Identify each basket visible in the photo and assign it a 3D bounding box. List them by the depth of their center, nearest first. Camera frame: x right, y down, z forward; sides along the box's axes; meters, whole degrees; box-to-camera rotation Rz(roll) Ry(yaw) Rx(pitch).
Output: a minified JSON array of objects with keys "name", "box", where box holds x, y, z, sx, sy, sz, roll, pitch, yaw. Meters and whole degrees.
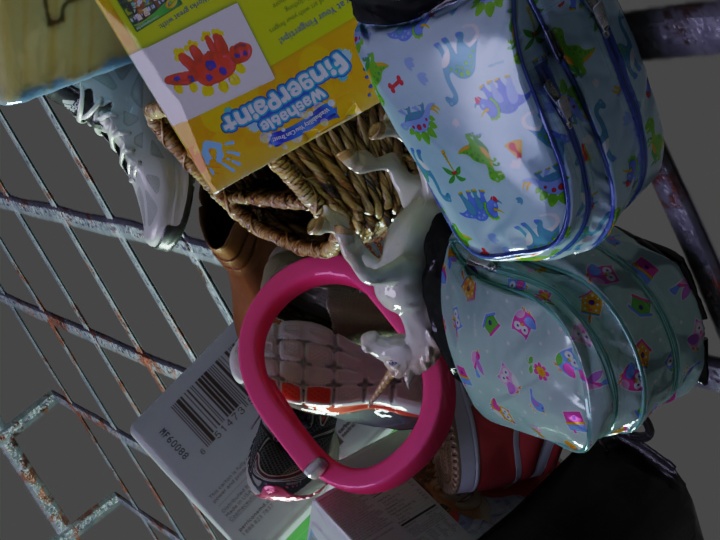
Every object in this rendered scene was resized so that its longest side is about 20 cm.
[{"name":"basket","box":[-0.062,-0.075,1.304,0.200,0.148,0.144,11,114,62]}]

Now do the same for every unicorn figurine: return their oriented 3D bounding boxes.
[{"name":"unicorn figurine","box":[0.027,-0.014,1.194,0.137,0.201,0.074,36,171,-30]}]

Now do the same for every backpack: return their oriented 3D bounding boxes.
[{"name":"backpack","box":[0.089,-0.104,0.987,0.162,0.154,0.200,-8,132,43]},{"name":"backpack","box":[0.133,0.038,1.119,0.199,0.126,0.168,20,137,53]}]

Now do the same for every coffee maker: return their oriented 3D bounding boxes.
[{"name":"coffee maker","box":[0.142,0.217,1.266,0.134,0.200,0.193,10,133,57]}]

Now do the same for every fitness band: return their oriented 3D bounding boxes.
[{"name":"fitness band","box":[-0.013,0.077,1.309,0.200,0.144,0.037,51,-172,31]}]

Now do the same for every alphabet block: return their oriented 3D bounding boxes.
[{"name":"alphabet block","box":[-0.256,-0.278,1.344,0.195,0.195,0.201,35,139,40]}]

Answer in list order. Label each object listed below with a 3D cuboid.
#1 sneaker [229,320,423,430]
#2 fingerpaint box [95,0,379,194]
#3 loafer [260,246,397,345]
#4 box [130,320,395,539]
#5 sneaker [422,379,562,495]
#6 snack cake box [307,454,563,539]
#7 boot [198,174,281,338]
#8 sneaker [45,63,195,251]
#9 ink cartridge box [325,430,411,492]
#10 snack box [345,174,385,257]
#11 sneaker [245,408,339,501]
[{"name":"sneaker","box":[-0.011,0.101,1.398,0.198,0.078,0.082,11,147,5]},{"name":"fingerpaint box","box":[-0.049,-0.172,1.106,0.168,0.199,0.073,58,-157,-11]},{"name":"loafer","box":[0.000,0.041,1.430,0.199,0.068,0.076,19,134,19]},{"name":"box","box":[-0.067,0.169,1.633,0.200,0.199,0.171,43,175,28]},{"name":"sneaker","box":[0.108,0.069,1.337,0.071,0.111,0.202,168,98,-71]},{"name":"snack cake box","box":[0.068,0.195,1.350,0.115,0.199,0.068,42,141,31]},{"name":"boot","box":[-0.096,-0.003,1.524,0.155,0.076,0.202,47,-139,-75]},{"name":"sneaker","box":[-0.204,-0.111,1.403,0.076,0.114,0.202,-42,51,55]},{"name":"ink cartridge box","box":[0.098,0.207,1.435,0.200,0.175,0.045,43,136,29]},{"name":"snack box","box":[-0.007,0.000,1.510,0.116,0.037,0.201,19,140,57]},{"name":"sneaker","box":[-0.053,0.113,1.474,0.080,0.201,0.075,4,137,14]}]
